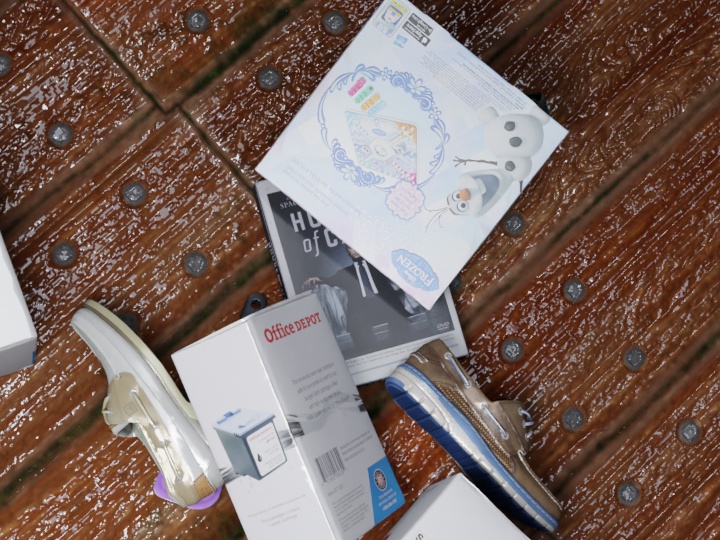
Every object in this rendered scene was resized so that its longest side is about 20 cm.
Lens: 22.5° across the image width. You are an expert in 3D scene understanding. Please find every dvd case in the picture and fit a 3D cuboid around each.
[{"bbox_3d":[0.000,0.000,1.630,0.149,0.025,0.202,-14,82,-14],"label":"dvd case"}]

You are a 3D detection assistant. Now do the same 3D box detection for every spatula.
[{"bbox_3d":[-0.121,0.112,1.585,0.056,0.021,0.202,21,75,-1],"label":"spatula"}]

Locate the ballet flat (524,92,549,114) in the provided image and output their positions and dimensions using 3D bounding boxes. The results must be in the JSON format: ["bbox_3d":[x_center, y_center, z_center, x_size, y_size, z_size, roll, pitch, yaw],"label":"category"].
[{"bbox_3d":[0.079,-0.148,1.651,0.198,0.069,0.068,2,34,-15],"label":"ballet flat"}]

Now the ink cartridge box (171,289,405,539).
[{"bbox_3d":[-0.057,0.133,1.513,0.085,0.146,0.202,-25,88,24],"label":"ink cartridge box"}]

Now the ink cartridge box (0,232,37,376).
[{"bbox_3d":[-0.367,-0.003,1.498,0.143,0.147,0.202,-19,82,-13],"label":"ink cartridge box"}]

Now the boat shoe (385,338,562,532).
[{"bbox_3d":[0.115,0.143,1.590,0.200,0.072,0.072,47,74,-7],"label":"boat shoe"}]

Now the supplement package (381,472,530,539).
[{"bbox_3d":[0.049,0.287,1.529,0.120,0.121,0.200,43,74,1],"label":"supplement package"}]

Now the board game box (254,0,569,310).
[{"bbox_3d":[0.045,-0.106,1.594,0.199,0.043,0.200,39,94,-1],"label":"board game box"}]

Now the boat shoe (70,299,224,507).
[{"bbox_3d":[-0.187,0.112,1.538,0.068,0.075,0.200,-41,74,-10],"label":"boat shoe"}]
